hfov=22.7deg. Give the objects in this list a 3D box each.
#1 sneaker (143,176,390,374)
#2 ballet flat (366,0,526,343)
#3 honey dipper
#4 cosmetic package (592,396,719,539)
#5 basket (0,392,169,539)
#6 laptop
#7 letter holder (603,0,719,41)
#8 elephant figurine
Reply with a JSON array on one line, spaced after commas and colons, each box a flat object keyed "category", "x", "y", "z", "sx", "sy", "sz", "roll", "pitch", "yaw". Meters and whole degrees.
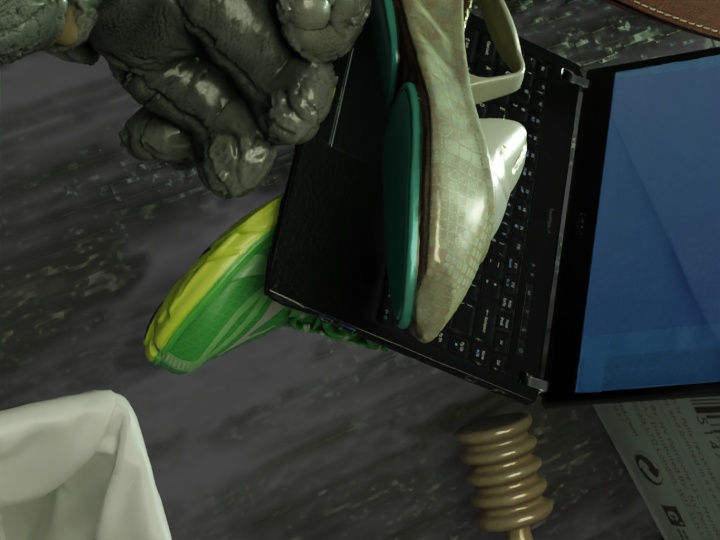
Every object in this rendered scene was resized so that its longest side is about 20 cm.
[{"category": "sneaker", "x": 0.000, "y": 0.000, "z": 0.771, "sx": 0.199, "sy": 0.074, "sz": 0.084, "roll": -25, "pitch": 82, "yaw": -26}, {"category": "ballet flat", "x": 0.037, "y": -0.065, "z": 0.702, "sx": 0.062, "sy": 0.068, "sz": 0.202, "roll": 0, "pitch": 59, "yaw": -9}, {"category": "honey dipper", "x": 0.083, "y": 0.167, "z": 0.819, "sx": 0.038, "sy": 0.038, "sz": 0.202, "roll": -15, "pitch": 93, "yaw": -26}, {"category": "cosmetic package", "x": 0.237, "y": 0.043, "z": 0.834, "sx": 0.199, "sy": 0.165, "sz": 0.166, "roll": -32, "pitch": 99, "yaw": -24}, {"category": "basket", "x": -0.167, "y": 0.160, "z": 0.621, "sx": 0.197, "sy": 0.161, "sz": 0.202, "roll": -15, "pitch": 91, "yaw": -26}, {"category": "laptop", "x": 0.083, "y": -0.047, "z": 0.734, "sx": 0.199, "sy": 0.103, "sz": 0.179, "roll": 23, "pitch": 57, "yaw": -17}, {"category": "letter holder", "x": 0.111, "y": -0.182, "z": 0.837, "sx": 0.199, "sy": 0.100, "sz": 0.143, "roll": 18, "pitch": 79, "yaw": -23}, {"category": "elephant figurine", "x": -0.103, "y": -0.126, "z": 0.702, "sx": 0.199, "sy": 0.155, "sz": 0.142, "roll": 26, "pitch": 96, "yaw": -30}]
